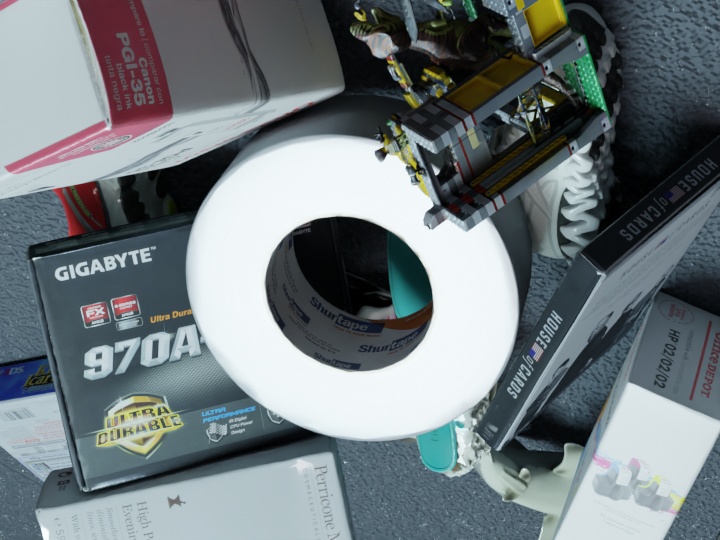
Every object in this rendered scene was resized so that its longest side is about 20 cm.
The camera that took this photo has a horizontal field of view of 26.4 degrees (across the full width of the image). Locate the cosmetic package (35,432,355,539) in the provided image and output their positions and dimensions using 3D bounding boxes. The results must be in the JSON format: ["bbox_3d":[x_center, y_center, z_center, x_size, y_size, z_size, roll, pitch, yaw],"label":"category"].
[{"bbox_3d":[-0.106,0.172,1.031,0.198,0.074,0.102,-12,106,-1],"label":"cosmetic package"}]

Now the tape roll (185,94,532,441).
[{"bbox_3d":[0.000,0.000,0.913,0.199,0.066,0.202,6,119,11],"label":"tape roll"}]

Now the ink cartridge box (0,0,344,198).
[{"bbox_3d":[-0.124,-0.103,0.827,0.146,0.200,0.083,-19,89,36],"label":"ink cartridge box"}]

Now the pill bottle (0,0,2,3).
[{"bbox_3d":[-0.172,-0.199,0.714,0.113,0.201,0.114,12,138,11],"label":"pill bottle"}]

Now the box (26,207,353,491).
[{"bbox_3d":[-0.103,0.042,1.003,0.199,0.046,0.160,-12,105,-10],"label":"box"}]

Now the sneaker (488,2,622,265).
[{"bbox_3d":[0.110,-0.073,0.902,0.081,0.075,0.201,13,143,18],"label":"sneaker"}]

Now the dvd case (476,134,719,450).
[{"bbox_3d":[0.151,0.016,0.940,0.025,0.150,0.200,42,145,16],"label":"dvd case"}]

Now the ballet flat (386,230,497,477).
[{"bbox_3d":[0.060,0.040,1.041,0.071,0.072,0.202,0,109,18],"label":"ballet flat"}]

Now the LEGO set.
[{"bbox_3d":[0.030,-0.116,0.773,0.154,0.116,0.201,41,161,43],"label":"LEGO set"}]

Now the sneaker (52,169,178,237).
[{"bbox_3d":[-0.165,-0.011,1.077,0.084,0.077,0.201,5,132,21],"label":"sneaker"}]

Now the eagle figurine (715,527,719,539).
[{"bbox_3d":[0.300,0.134,1.014,0.151,0.152,0.200,-1,146,-26],"label":"eagle figurine"}]

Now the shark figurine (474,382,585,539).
[{"bbox_3d":[0.117,0.133,1.158,0.214,0.090,0.128,32,107,-33],"label":"shark figurine"}]

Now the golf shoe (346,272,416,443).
[{"bbox_3d":[0.007,0.057,1.096,0.199,0.073,0.092,34,138,-23],"label":"golf shoe"}]

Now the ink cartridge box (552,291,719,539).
[{"bbox_3d":[0.197,0.098,1.019,0.067,0.115,0.201,23,125,7],"label":"ink cartridge box"}]

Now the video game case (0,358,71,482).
[{"bbox_3d":[-0.203,0.139,1.293,0.199,0.046,0.182,-11,135,30],"label":"video game case"}]
